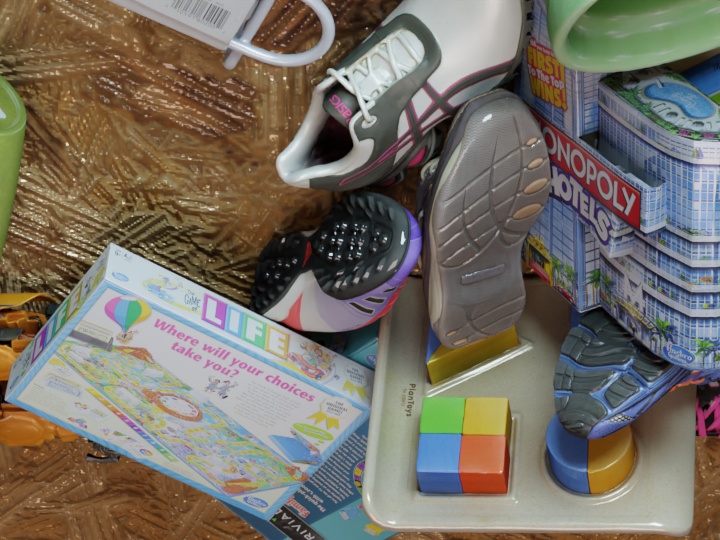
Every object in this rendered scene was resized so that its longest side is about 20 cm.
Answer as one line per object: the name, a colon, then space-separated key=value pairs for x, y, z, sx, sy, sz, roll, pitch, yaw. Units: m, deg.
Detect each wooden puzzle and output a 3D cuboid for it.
wooden puzzle: x=0.107 y=0.074 z=1.552 sx=0.200 sy=0.185 sz=0.046 roll=2 pitch=145 yaw=7

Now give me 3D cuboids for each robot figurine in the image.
robot figurine: x=-0.199 y=0.066 z=1.687 sx=0.200 sy=0.058 sz=0.145 roll=-1 pitch=133 yaw=11

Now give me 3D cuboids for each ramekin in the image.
ramekin: x=0.175 y=-0.188 z=1.289 sx=0.200 sy=0.098 sz=0.200 roll=-19 pitch=167 yaw=-5

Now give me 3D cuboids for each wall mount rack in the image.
wall mount rack: x=-0.091 y=-0.203 z=1.409 sx=0.200 sy=0.075 sz=0.174 roll=23 pitch=136 yaw=-12

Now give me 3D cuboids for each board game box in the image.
board game box: x=-0.108 y=0.075 z=1.618 sx=0.200 sy=0.034 sz=0.134 roll=27 pitch=129 yaw=-21
board game box: x=-0.008 y=0.114 z=1.708 sx=0.200 sy=0.047 sz=0.151 roll=-30 pitch=122 yaw=32
board game box: x=0.146 y=-0.069 z=1.433 sx=0.062 sy=0.200 sz=0.200 roll=-17 pitch=123 yaw=-19

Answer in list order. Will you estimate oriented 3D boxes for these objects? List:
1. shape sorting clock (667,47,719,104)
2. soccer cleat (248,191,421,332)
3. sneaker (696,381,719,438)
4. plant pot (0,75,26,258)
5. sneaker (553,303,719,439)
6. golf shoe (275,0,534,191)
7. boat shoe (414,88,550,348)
shape sorting clock: x=0.258 y=-0.098 z=1.465 sx=0.200 sy=0.039 sz=0.200 roll=2 pitch=145 yaw=2
soccer cleat: x=0.000 y=0.000 z=1.552 sx=0.073 sy=0.068 sz=0.200 roll=19 pitch=162 yaw=-21
sneaker: x=0.197 y=0.088 z=1.619 sx=0.200 sy=0.087 sz=0.074 roll=13 pitch=134 yaw=-3
plant pot: x=-0.289 y=-0.036 z=1.543 sx=0.187 sy=0.187 sz=0.200 roll=27 pitch=116 yaw=-16
sneaker: x=0.191 y=0.045 z=1.506 sx=0.075 sy=0.200 sz=0.078 roll=21 pitch=136 yaw=40
golf shoe: x=0.027 y=-0.111 z=1.447 sx=0.077 sy=0.088 sz=0.200 roll=51 pitch=131 yaw=17
boat shoe: x=0.060 y=-0.038 z=1.491 sx=0.074 sy=0.073 sz=0.200 roll=-15 pitch=142 yaw=-20
